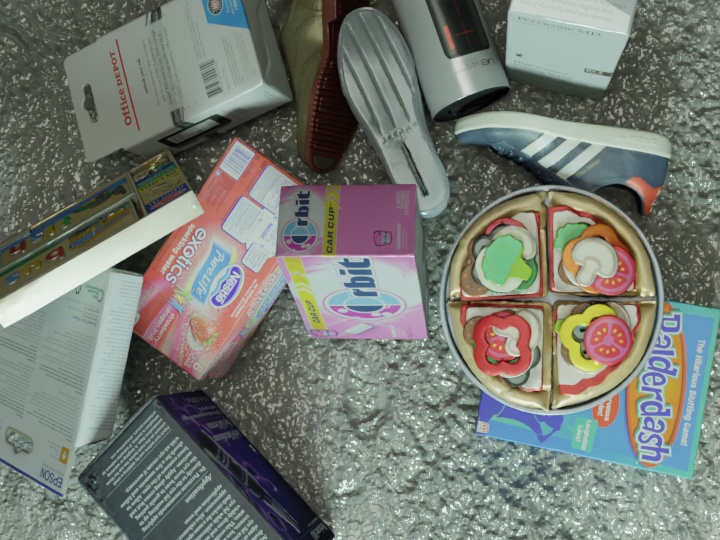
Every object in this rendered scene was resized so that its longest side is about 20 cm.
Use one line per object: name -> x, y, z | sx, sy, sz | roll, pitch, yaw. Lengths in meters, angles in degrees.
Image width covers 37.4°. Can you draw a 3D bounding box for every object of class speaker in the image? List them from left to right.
speaker -> 0.071, -0.245, 0.993 | 0.080, 0.081, 0.203 | -19, 84, 6

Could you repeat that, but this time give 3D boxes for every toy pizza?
toy pizza -> 0.166, 0.026, 0.933 | 0.197, 0.032, 0.204 | 0, 90, 10

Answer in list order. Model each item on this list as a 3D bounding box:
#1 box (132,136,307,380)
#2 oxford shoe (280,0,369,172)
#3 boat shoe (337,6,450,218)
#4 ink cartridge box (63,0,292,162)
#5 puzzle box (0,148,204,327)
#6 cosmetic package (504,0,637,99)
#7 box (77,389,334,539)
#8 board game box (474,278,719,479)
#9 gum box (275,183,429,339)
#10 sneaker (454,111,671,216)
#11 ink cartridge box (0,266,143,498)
box -> -0.121, -0.008, 0.996 | 0.102, 0.095, 0.202 | 34, 92, 9
oxford shoe -> -0.040, -0.196, 1.023 | 0.074, 0.070, 0.204 | 8, 89, 36
boat shoe -> 0.027, -0.142, 0.991 | 0.071, 0.062, 0.203 | -19, 90, -3
ink cartridge box -> -0.176, -0.183, 1.014 | 0.197, 0.068, 0.118 | -20, 78, 19
puzzle box -> -0.242, -0.034, 0.955 | 0.198, 0.133, 0.026 | -31, 120, -6
cosmetic package -> 0.178, -0.213, 0.913 | 0.100, 0.200, 0.075 | 14, 88, 9
box -> -0.133, 0.216, 0.958 | 0.200, 0.148, 0.104 | 45, 92, 7
board game box -> 0.213, 0.092, 0.967 | 0.196, 0.045, 0.155 | 10, 88, 8
gum box -> 0.000, 0.000, 0.931 | 0.111, 0.201, 0.067 | 0, 66, 7
sneaker -> 0.179, -0.094, 0.972 | 0.197, 0.075, 0.086 | 10, 95, 13
ink cartridge box -> -0.286, 0.086, 0.990 | 0.195, 0.043, 0.204 | 12, 90, 45
